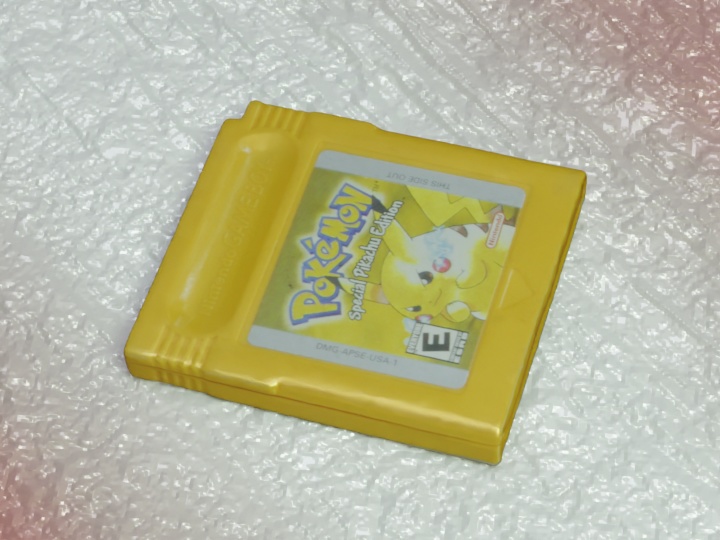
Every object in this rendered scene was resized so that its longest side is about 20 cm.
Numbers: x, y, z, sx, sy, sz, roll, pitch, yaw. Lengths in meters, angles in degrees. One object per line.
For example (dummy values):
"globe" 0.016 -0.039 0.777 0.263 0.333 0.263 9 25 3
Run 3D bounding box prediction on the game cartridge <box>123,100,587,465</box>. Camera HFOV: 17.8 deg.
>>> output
"game cartridge" 0.000 0.000 1.191 0.200 0.032 0.176 13 57 11
